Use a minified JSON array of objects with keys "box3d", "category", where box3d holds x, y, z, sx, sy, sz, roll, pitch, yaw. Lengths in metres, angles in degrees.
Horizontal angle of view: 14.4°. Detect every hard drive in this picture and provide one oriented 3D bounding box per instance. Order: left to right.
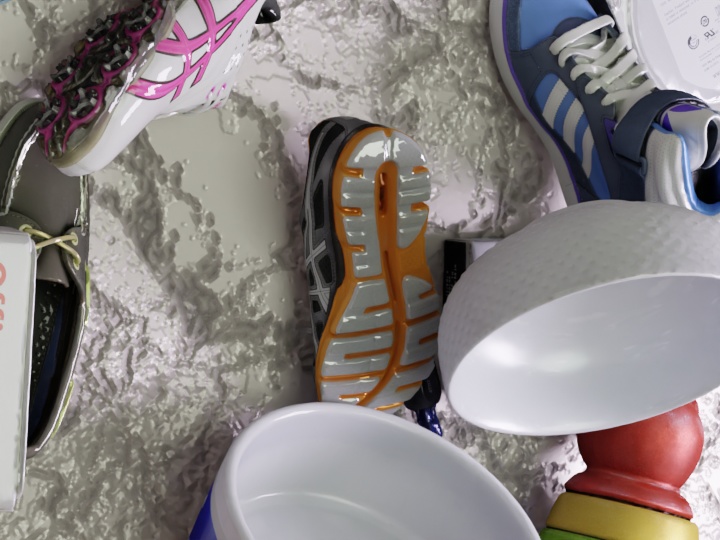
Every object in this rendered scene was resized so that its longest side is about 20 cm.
[{"box3d":[0.200,-0.192,1.813,0.140,0.038,0.200,-33,110,-27],"category":"hard drive"}]

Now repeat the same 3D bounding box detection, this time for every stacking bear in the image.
[{"box3d":[0.160,0.167,1.773,0.121,0.114,0.200,16,84,-33],"category":"stacking bear"}]

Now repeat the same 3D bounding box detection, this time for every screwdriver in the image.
[{"box3d":[0.049,0.119,1.749,0.029,0.028,0.200,-40,120,-56],"category":"screwdriver"}]

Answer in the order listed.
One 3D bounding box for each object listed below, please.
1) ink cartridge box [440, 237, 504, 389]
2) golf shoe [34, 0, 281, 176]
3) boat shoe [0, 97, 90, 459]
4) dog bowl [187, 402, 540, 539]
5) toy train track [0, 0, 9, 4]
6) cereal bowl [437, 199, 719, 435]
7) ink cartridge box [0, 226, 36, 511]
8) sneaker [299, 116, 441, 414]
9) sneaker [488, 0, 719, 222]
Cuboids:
[{"box3d":[0.141,0.028,1.794,0.200,0.037,0.095,0,93,-30],"category":"ink cartridge box"},{"box3d":[-0.104,-0.115,1.580,0.092,0.073,0.200,53,51,-26],"category":"golf shoe"},{"box3d":[-0.180,0.006,1.569,0.072,0.060,0.202,11,88,-33],"category":"boat shoe"},{"box3d":[0.002,0.170,1.618,0.200,0.200,0.079,2,131,-33],"category":"dog bowl"},{"box3d":[-0.200,-0.157,1.559,0.200,0.033,0.115,-27,108,-29],"category":"toy train track"},{"box3d":[0.137,0.018,1.670,0.200,0.200,0.083,7,56,-33],"category":"cereal bowl"},{"box3d":[-0.276,0.045,1.466,0.200,0.086,0.147,3,93,-18],"category":"ink cartridge box"},{"box3d":[0.000,0.000,1.682,0.078,0.077,0.200,-8,116,-28],"category":"sneaker"},{"box3d":[0.166,-0.106,1.719,0.081,0.146,0.200,-24,95,-32],"category":"sneaker"}]
